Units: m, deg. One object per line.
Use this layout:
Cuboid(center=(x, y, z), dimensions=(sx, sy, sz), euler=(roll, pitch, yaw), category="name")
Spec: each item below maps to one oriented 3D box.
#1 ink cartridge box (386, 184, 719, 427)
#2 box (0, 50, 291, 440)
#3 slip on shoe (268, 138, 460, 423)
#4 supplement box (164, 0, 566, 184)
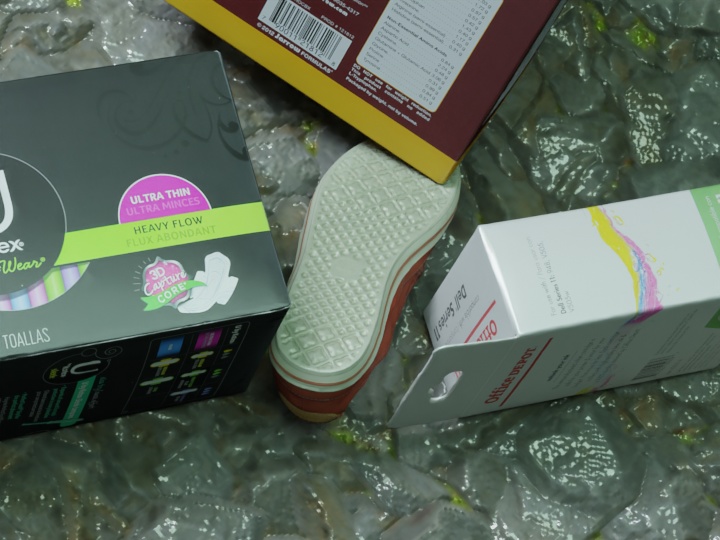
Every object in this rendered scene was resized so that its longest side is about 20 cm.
Cuboid(center=(0.109, 0.018, 1.363), dimensions=(0.200, 0.117, 0.067), euler=(-10, 68, -20), category="ink cartridge box")
Cuboid(center=(-0.156, -0.007, 1.302), dimensions=(0.200, 0.124, 0.149), euler=(-11, 70, -18), category="box")
Cuboid(center=(0.000, 0.000, 1.379), dimensions=(0.074, 0.061, 0.200), euler=(18, 49, 7), category="slip on shoe")
Cuboid(center=(0.027, -0.197, 1.376), dimensions=(0.197, 0.200, 0.133), euler=(34, 42, 2), category="supplement box")
